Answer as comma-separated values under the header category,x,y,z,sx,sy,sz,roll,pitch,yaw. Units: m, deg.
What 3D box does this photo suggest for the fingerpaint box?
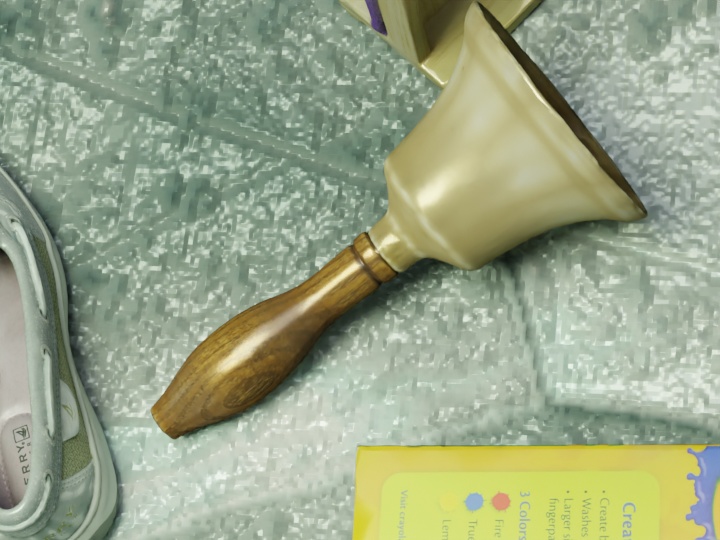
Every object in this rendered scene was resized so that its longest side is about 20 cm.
category,x,y,z,sx,sy,sz,roll,pitch,yaw
fingerpaint box,0.079,0.165,0.776,0.166,0.073,0.201,-2,69,13

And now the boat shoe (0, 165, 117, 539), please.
category,x,y,z,sx,sy,sz,roll,pitch,yaw
boat shoe,-0.154,0.020,0.889,0.074,0.065,0.202,-23,66,3

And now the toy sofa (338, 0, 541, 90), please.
category,x,y,z,sx,sy,sz,roll,pitch,yaw
toy sofa,0.017,-0.156,0.847,0.098,0.200,0.083,42,83,17

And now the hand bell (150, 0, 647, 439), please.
category,x,y,z,sx,sy,sz,roll,pitch,yaw
hand bell,0.000,0.000,0.864,0.200,0.104,0.104,-39,65,9
